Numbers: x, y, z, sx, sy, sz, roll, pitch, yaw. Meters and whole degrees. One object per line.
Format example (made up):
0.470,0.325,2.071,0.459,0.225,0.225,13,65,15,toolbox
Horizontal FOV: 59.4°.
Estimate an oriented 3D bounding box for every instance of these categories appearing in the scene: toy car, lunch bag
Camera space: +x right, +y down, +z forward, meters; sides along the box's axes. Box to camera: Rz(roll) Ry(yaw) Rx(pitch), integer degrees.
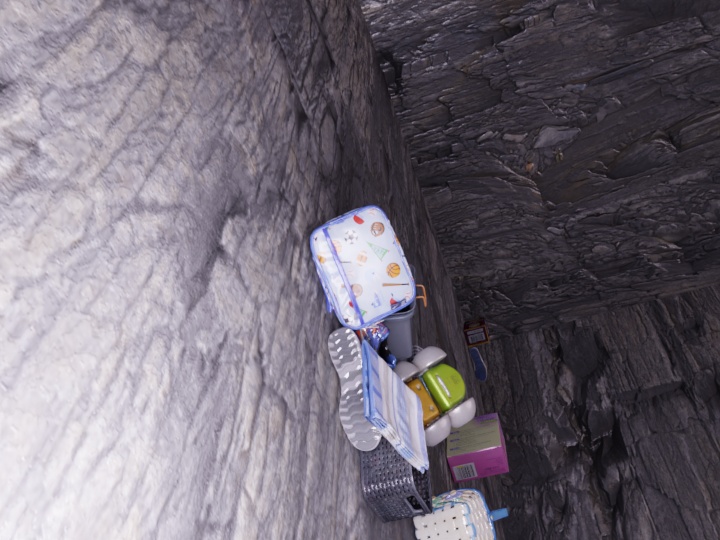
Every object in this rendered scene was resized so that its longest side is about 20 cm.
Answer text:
0.133,0.277,1.343,0.198,0.150,0.177,-22,71,-38,toy car
0.000,0.000,1.100,0.076,0.158,0.203,-165,-128,-81,lunch bag

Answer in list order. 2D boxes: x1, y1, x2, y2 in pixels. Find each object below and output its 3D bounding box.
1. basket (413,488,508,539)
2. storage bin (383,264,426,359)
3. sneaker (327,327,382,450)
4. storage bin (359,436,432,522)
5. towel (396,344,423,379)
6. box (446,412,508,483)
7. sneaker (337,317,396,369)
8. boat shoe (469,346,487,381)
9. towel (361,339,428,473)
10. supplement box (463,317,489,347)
0.214,0.546,1.358,0.199,0.174,0.142,30,41,-57,basket
0.077,0.095,1.397,0.201,0.142,0.137,-83,165,-59,storage bin
0.003,0.197,1.060,0.082,0.073,0.204,39,37,-66,sneaker
0.061,0.325,1.130,0.136,0.092,0.203,62,19,-44,storage bin
0.145,0.305,1.535,0.167,0.084,0.202,-86,157,-54,towel
0.368,0.560,2.003,0.200,0.173,0.098,-66,138,-71,box
0.017,0.106,1.180,0.075,0.077,0.203,-43,119,-51,sneaker
0.676,0.529,3.604,0.072,0.071,0.204,-41,115,-77,boat shoe
0.058,0.222,1.027,0.201,0.023,0.149,52,25,-40,towel
0.673,0.357,3.660,0.200,0.128,0.105,-43,117,-77,supplement box
